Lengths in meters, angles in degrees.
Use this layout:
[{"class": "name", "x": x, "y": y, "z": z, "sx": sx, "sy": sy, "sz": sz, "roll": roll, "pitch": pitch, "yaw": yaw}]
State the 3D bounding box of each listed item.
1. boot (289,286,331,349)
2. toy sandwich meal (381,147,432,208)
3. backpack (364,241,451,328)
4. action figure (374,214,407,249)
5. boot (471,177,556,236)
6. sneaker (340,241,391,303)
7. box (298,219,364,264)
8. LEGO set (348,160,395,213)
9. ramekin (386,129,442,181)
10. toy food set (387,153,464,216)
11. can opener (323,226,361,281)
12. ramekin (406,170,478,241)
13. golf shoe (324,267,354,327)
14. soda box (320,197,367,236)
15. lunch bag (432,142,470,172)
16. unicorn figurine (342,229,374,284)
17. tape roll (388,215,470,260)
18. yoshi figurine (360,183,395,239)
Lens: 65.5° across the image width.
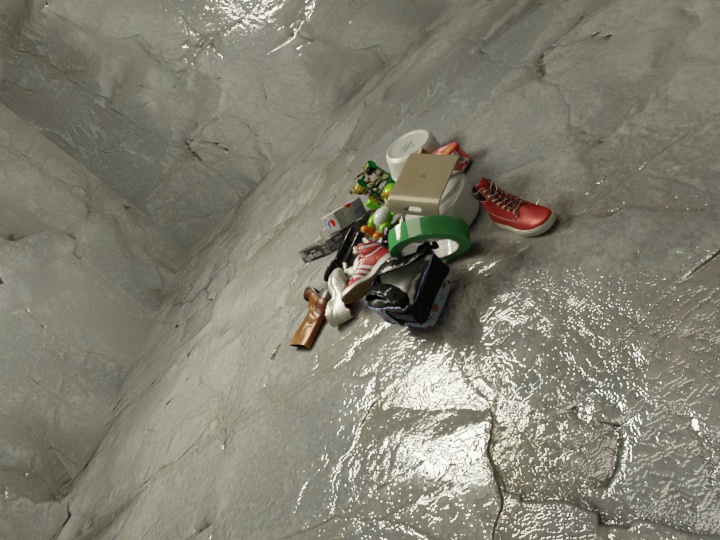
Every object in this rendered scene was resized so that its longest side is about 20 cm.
[{"class": "boot", "x": -0.166, "y": 0.156, "z": 1.792, "sx": 0.188, "sy": 0.068, "sz": 0.201, "roll": 6, "pitch": 66, "yaw": 52}, {"class": "toy sandwich meal", "x": 0.136, "y": -0.265, "z": 1.626, "sx": 0.205, "sy": 0.070, "sz": 0.205, "roll": -43, "pitch": 11, "yaw": 11}, {"class": "backpack", "x": 0.112, "y": 0.047, "z": 1.349, "sx": 0.190, "sy": 0.154, "sz": 0.201, "roll": -2, "pitch": 49, "yaw": 47}, {"class": "action figure", "x": 0.111, "y": -0.103, "z": 1.639, "sx": 0.200, "sy": 0.069, "sz": 0.131, "roll": -1, "pitch": 69, "yaw": 71}, {"class": "boot", "x": 0.337, "y": -0.152, "z": 1.268, "sx": 0.073, "sy": 0.144, "sz": 0.200, "roll": -51, "pitch": 26, "yaw": -9}, {"class": "sneaker", "x": 0.000, "y": 0.000, "z": 1.626, "sx": 0.200, "sy": 0.071, "sz": 0.113, "roll": -41, "pitch": 56, "yaw": -5}, {"class": "box", "x": -0.095, "y": -0.100, "z": 1.931, "sx": 0.200, "sy": 0.050, "sz": 0.157, "roll": -35, "pitch": 11, "yaw": -39}, {"class": "LEGO set", "x": 0.035, "y": -0.269, "z": 1.920, "sx": 0.116, "sy": 0.153, "sz": 0.201, "roll": -55, "pitch": 15, "yaw": 41}, {"class": "ramekin", "x": 0.177, "y": -0.386, "z": 1.870, "sx": 0.201, "sy": 0.094, "sz": 0.203, "roll": -23, "pitch": 36, "yaw": 17}, {"class": "toy food set", "x": 0.173, "y": -0.226, "z": 1.463, "sx": 0.142, "sy": 0.061, "sz": 0.201, "roll": 10, "pitch": 60, "yaw": 30}, {"class": "can opener", "x": -0.053, "y": -0.046, "z": 1.823, "sx": 0.201, "sy": 0.063, "sz": 0.079, "roll": -59, "pitch": 4, "yaw": 9}, {"class": "ramekin", "x": 0.227, "y": -0.163, "z": 1.507, "sx": 0.202, "sy": 0.094, "sz": 0.203, "roll": -38, "pitch": 26, "yaw": 22}, {"class": "golf shoe", "x": -0.050, "y": 0.074, "z": 1.676, "sx": 0.091, "sy": 0.075, "sz": 0.201, "roll": -18, "pitch": 51, "yaw": 26}, {"class": "soda box", "x": -0.055, "y": -0.191, "z": 1.948, "sx": 0.063, "sy": 0.069, "sz": 0.200, "roll": -21, "pitch": 10, "yaw": 34}, {"class": "lunch bag", "x": 0.232, "y": -0.289, "z": 1.723, "sx": 0.201, "sy": 0.082, "sz": 0.176, "roll": -58, "pitch": 21, "yaw": -16}, {"class": "unicorn figurine", "x": -0.001, "y": -0.035, "z": 1.744, "sx": 0.137, "sy": 0.073, "sz": 0.202, "roll": -140, "pitch": 64, "yaw": -69}, {"class": "tape roll", "x": 0.168, "y": -0.072, "z": 1.370, "sx": 0.200, "sy": 0.199, "sz": 0.049, "roll": -24, "pitch": 62, "yaw": 43}, {"class": "yoshi figurine", "x": 0.077, "y": -0.196, "z": 1.768, "sx": 0.201, "sy": 0.112, "sz": 0.112, "roll": -60, "pitch": 15, "yaw": 3}]
